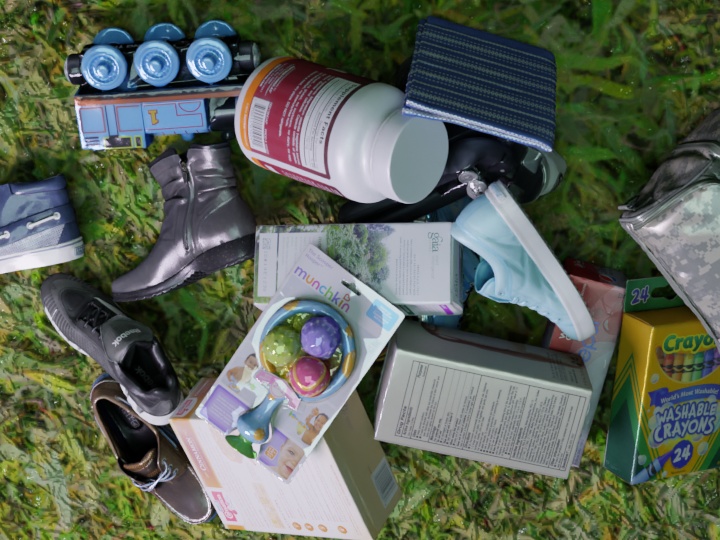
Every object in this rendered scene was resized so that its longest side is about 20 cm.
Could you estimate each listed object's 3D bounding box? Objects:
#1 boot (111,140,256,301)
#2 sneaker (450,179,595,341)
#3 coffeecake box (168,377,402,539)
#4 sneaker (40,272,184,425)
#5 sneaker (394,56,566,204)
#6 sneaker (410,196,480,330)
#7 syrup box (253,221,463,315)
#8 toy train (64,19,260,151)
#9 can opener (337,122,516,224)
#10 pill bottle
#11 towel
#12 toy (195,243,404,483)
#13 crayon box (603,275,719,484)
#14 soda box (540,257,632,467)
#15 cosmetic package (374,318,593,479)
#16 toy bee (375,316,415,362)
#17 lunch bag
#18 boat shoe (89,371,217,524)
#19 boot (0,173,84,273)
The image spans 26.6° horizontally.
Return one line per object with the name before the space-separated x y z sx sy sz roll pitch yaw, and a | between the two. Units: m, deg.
boot | -0.190 -0.052 1.561 0.198 0.070 0.133 -21 91 27
sneaker | 0.152 0.005 1.463 0.081 0.074 0.201 -34 118 8
coffeecake box | -0.077 0.191 1.563 0.198 0.073 0.155 -2 124 36
sneaker | -0.253 0.070 1.579 0.066 0.091 0.200 -42 85 -23
sneaker | 0.120 -0.141 1.513 0.200 0.088 0.074 43 122 17
sneaker | 0.098 0.013 1.553 0.089 0.078 0.203 -3 107 2
syrup box | 0.000 0.000 1.479 0.197 0.081 0.080 -1 80 10
toy train | -0.194 -0.183 1.520 0.197 0.087 0.116 -3 115 4
can opener | 0.065 -0.081 1.480 0.199 0.079 0.063 -31 128 31
pill bottle | -0.017 -0.130 1.447 0.199 0.112 0.115 22 112 39
towel | 0.114 -0.176 1.433 0.143 0.201 0.024 15 123 -1
toy | -0.062 0.091 1.427 0.115 0.047 0.201 36 102 6
crayon box | 0.319 0.107 1.543 0.124 0.051 0.203 -6 109 -29
soda box | 0.218 0.095 1.572 0.069 0.063 0.203 14 107 0
cosmetic package | 0.118 0.124 1.503 0.197 0.087 0.105 13 110 -5
toy bee | -0.042 0.079 1.558 0.199 0.109 0.131 -34 57 0
lunch bag | 0.361 -0.033 1.463 0.167 0.139 0.200 -42 100 -3
boat shoe | -0.227 0.202 1.639 0.072 0.072 0.201 -37 100 14
boot | -0.391 -0.041 1.590 0.197 0.073 0.092 -12 98 0
